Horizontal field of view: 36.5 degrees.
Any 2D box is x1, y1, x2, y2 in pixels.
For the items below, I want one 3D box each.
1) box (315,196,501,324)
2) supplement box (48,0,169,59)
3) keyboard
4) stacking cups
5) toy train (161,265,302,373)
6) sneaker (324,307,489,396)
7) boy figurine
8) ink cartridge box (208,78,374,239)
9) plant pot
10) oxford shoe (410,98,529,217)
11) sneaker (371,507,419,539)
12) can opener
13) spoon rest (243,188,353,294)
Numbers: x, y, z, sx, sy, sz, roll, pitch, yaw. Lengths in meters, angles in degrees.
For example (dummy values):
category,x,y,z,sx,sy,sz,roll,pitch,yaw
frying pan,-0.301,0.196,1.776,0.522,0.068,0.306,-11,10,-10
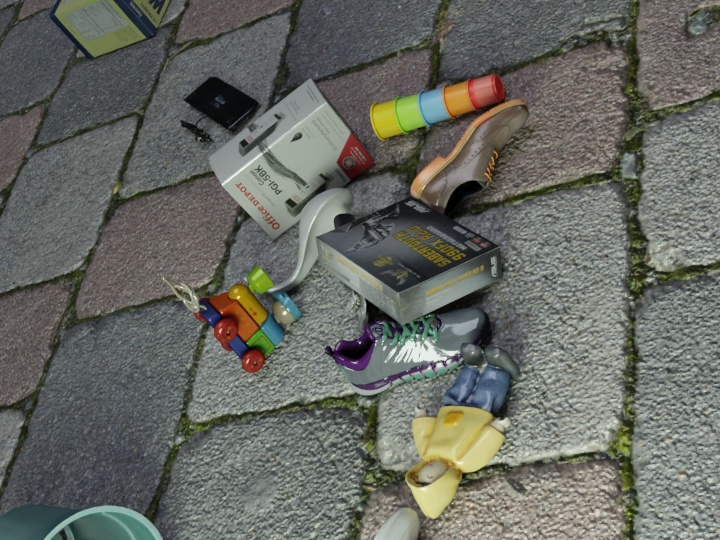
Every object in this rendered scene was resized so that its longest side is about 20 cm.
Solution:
category,x,y,z,sx,sy,sz,roll,pitch,yaw
box,0.059,-0.018,1.405,0.158,0.049,0.200,-23,33,-24
supplement box,-0.533,-0.598,2.380,0.199,0.134,0.201,-10,49,32
keyboard,-0.269,-0.286,1.982,0.127,0.021,0.200,-42,39,-9
stacking cups,0.114,-0.248,1.613,0.199,0.061,0.061,-15,46,26
toy train,-0.167,0.037,1.474,0.116,0.200,0.085,-43,39,-9
sneaker,0.057,0.088,1.332,0.199,0.088,0.075,-27,42,17
boy figurine,0.105,0.180,1.233,0.124,0.064,0.200,9,58,40
ink cartridge box,-0.103,-0.164,1.641,0.200,0.147,0.083,-37,42,6
plant pot,-0.370,0.376,1.348,0.196,0.200,0.201,0,55,48
oxford shoe,0.164,-0.149,1.489,0.200,0.071,0.073,-44,59,4
sneaker,0.043,0.348,1.140,0.099,0.075,0.201,6,57,19
can opener,0.000,0.000,1.497,0.066,0.053,0.200,-6,43,-11
spoon rest,-0.079,-0.038,1.568,0.061,0.099,0.200,45,100,17
